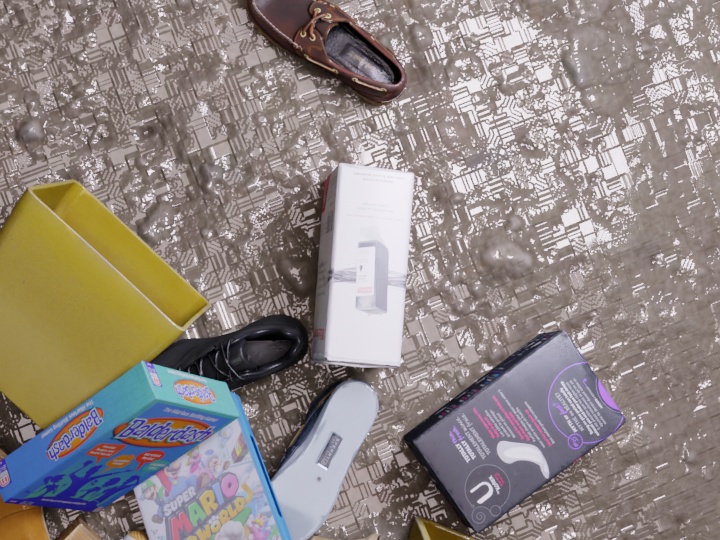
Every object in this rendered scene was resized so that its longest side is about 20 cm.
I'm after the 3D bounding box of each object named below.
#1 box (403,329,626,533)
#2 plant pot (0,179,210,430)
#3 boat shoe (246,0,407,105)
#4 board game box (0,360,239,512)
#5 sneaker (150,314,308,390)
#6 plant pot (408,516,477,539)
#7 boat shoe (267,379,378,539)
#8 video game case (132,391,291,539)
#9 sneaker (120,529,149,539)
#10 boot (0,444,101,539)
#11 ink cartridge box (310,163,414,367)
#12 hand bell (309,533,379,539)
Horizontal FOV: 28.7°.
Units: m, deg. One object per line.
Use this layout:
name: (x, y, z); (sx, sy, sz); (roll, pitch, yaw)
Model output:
box: (0.162, 0.169, 1.500); (0.199, 0.106, 0.123); (-35, 89, -7)
plant pot: (-0.293, 0.044, 1.422); (0.200, 0.200, 0.177); (42, 96, -3)
boat shoe: (-0.034, -0.253, 1.521); (0.199, 0.070, 0.071); (31, 85, -3)
board game box: (-0.240, 0.169, 1.398); (0.199, 0.152, 0.045); (-35, 64, 17)
sneaker: (-0.149, 0.097, 1.477); (0.199, 0.091, 0.076); (-24, 91, -6)
plant pot: (0.115, 0.400, 1.446); (0.194, 0.194, 0.201); (23, 93, -5)
boat shoe: (-0.048, 0.205, 1.481); (0.071, 0.091, 0.201); (35, 82, -6)
video game case: (-0.155, 0.243, 1.436); (0.142, 0.018, 0.201); (-31, 59, 11)
sneaker: (-0.205, 0.373, 1.470); (0.087, 0.076, 0.201); (-36, 82, -1)
boot: (-0.380, 0.271, 1.450); (0.144, 0.071, 0.201); (-45, 97, -10)
ink cartridge box: (0.000, 0.000, 1.471); (0.084, 0.146, 0.202); (6, 86, -7)
hand bell: (-0.089, 0.296, 1.486); (0.198, 0.104, 0.105); (18, 85, 7)
